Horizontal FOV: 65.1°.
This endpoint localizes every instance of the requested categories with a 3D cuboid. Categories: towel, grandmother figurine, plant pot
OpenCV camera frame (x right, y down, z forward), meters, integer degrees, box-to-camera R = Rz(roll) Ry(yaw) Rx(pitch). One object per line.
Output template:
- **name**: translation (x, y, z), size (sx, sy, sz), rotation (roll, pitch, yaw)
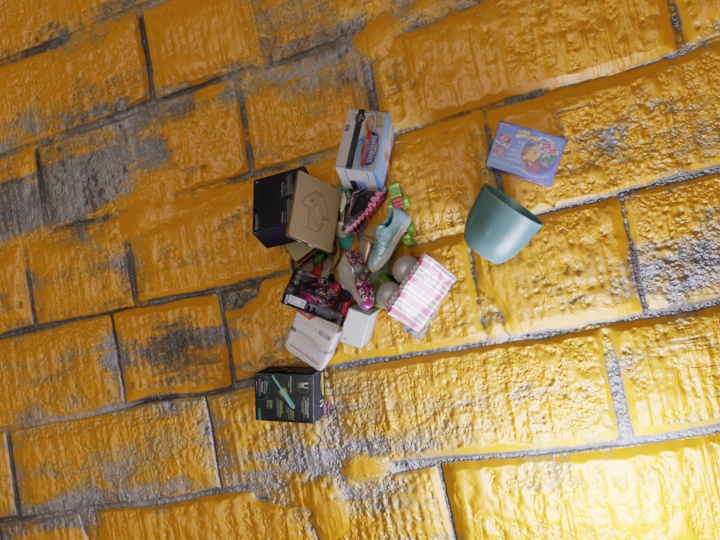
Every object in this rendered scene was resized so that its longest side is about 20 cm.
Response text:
- **towel**: translation (0.176, 0.068, 1.616), size (0.145, 0.030, 0.202), rotation (31, 97, -31)
- **grandmother figurine**: translation (0.000, 0.000, 1.741), size (0.059, 0.121, 0.205), rotation (16, 94, -13)
- **plant pot**: translation (0.386, -0.120, 1.593), size (0.199, 0.200, 0.163), rotation (37, 111, 12)

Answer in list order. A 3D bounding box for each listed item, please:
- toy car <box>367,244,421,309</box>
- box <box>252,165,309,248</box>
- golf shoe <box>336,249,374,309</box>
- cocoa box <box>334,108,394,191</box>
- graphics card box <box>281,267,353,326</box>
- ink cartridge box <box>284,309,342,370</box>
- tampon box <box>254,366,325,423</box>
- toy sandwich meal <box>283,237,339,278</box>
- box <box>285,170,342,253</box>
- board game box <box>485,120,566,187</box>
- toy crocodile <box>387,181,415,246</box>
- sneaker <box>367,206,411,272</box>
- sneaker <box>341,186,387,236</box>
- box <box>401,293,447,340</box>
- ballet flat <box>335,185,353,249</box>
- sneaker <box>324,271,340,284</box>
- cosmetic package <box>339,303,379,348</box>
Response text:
- **toy car**: translation (0.119, 0.033, 1.694), size (0.148, 0.175, 0.202), rotation (29, 98, -24)
- **box**: translation (-0.236, -0.197, 1.766), size (0.178, 0.104, 0.204), rotation (-11, 62, 14)
- **golf shoe**: translation (-0.016, 0.038, 1.665), size (0.092, 0.074, 0.203), rotation (-47, 48, 37)
- **cocoa box**: translation (0.017, -0.359, 1.692), size (0.128, 0.134, 0.205), rotation (8, 73, 15)
- **graphics card box**: translation (-0.123, 0.077, 1.664), size (0.196, 0.126, 0.052), rotation (20, 128, 1)
- **ink cartridge box**: translation (-0.134, 0.184, 1.741), size (0.145, 0.083, 0.202), rotation (31, 126, 10)
- **tampon box**: translation (-0.220, 0.390, 1.784), size (0.195, 0.126, 0.154), rotation (0, 90, 14)
- **toy sandwich meal**: translation (-0.156, -0.059, 1.762), size (0.201, 0.070, 0.209), rotation (-14, 54, 20)
- **box**: translation (-0.136, -0.172, 1.669), size (0.021, 0.161, 0.205), rotation (-11, 65, 49)
- **board game box**: translation (0.478, -0.338, 1.638), size (0.196, 0.045, 0.137), rotation (20, 95, 14)
- **toy crocodile**: translation (0.123, -0.169, 1.725), size (0.066, 0.062, 0.205), rotation (-12, 86, 14)
- **sneaker**: translation (0.065, -0.097, 1.663), size (0.081, 0.074, 0.202), rotation (32, 89, -23)
- **sneaker**: translation (-0.004, -0.197, 1.739), size (0.095, 0.079, 0.201), rotation (36, 76, 13)
- **box**: translation (0.203, 0.104, 1.703), size (0.069, 0.064, 0.203), rotation (30, 97, 13)
- **ballet flat**: translation (-0.058, -0.166, 1.770), size (0.066, 0.070, 0.206), rotation (1, 90, 14)
- **sneaker**: translation (-0.119, 0.085, 1.782), size (0.128, 0.079, 0.201), rotation (-34, 81, 14)
- **cosmetic package**: translation (0.000, 0.160, 1.685), size (0.070, 0.200, 0.104), rotation (18, 95, 9)
